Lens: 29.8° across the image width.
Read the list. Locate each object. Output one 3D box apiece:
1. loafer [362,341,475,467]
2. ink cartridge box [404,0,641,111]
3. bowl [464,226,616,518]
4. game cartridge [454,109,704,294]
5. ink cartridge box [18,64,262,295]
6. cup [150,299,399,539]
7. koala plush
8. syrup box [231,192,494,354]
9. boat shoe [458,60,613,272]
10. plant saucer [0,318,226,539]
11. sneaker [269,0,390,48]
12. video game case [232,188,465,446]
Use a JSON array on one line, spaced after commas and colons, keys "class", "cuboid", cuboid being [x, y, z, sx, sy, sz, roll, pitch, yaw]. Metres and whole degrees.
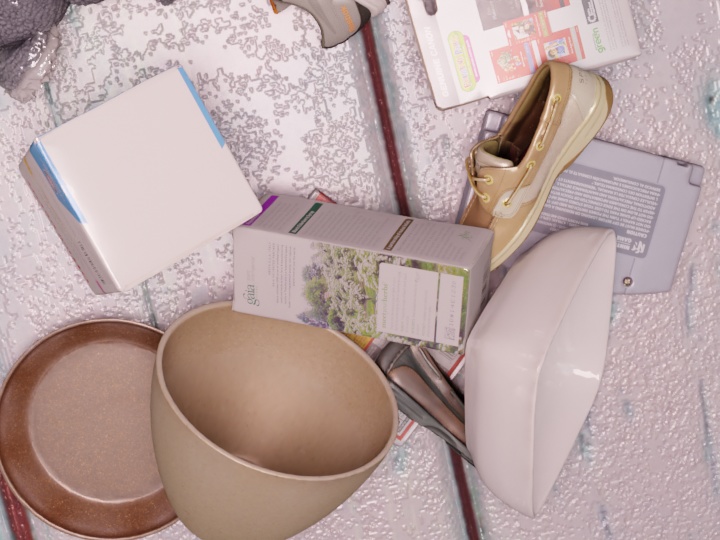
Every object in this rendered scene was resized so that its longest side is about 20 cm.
[{"class": "loafer", "cuboid": [0.092, 0.126, 1.174, 0.200, 0.072, 0.063, 38, 89, -23]}, {"class": "ink cartridge box", "cuboid": [0.115, -0.249, 1.111, 0.175, 0.084, 0.201, -16, 101, 1]}, {"class": "bowl", "cuboid": [0.144, 0.076, 1.112, 0.074, 0.200, 0.200, 15, 134, 23]}, {"class": "game cartridge", "cuboid": [0.187, -0.052, 1.178, 0.199, 0.040, 0.134, 15, 95, -7]}, {"class": "ink cartridge box", "cuboid": [-0.181, -0.066, 1.073, 0.125, 0.200, 0.129, -31, 98, -16]}, {"class": "cup", "cuboid": [-0.086, 0.143, 1.097, 0.200, 0.200, 0.143, 19, 123, -7]}, {"class": "koala plush", "cuboid": [-0.249, -0.246, 1.052, 0.200, 0.184, 0.177, -35, 101, 15]}, {"class": "syrup box", "cuboid": [0.000, 0.000, 1.092, 0.199, 0.081, 0.079, 10, 118, 16]}, {"class": "boat shoe", "cuboid": [0.120, -0.084, 1.098, 0.066, 0.074, 0.200, 23, 109, -28]}, {"class": "plant saucer", "cuboid": [-0.217, 0.136, 1.181, 0.200, 0.037, 0.201, -1, 100, -5]}, {"class": "sneaker", "cuboid": [-0.070, -0.263, 1.102, 0.200, 0.074, 0.079, 42, 100, -10]}, {"class": "video game case", "cuboid": [-0.001, 0.043, 1.189, 0.200, 0.017, 0.143, 36, 96, -10]}]
